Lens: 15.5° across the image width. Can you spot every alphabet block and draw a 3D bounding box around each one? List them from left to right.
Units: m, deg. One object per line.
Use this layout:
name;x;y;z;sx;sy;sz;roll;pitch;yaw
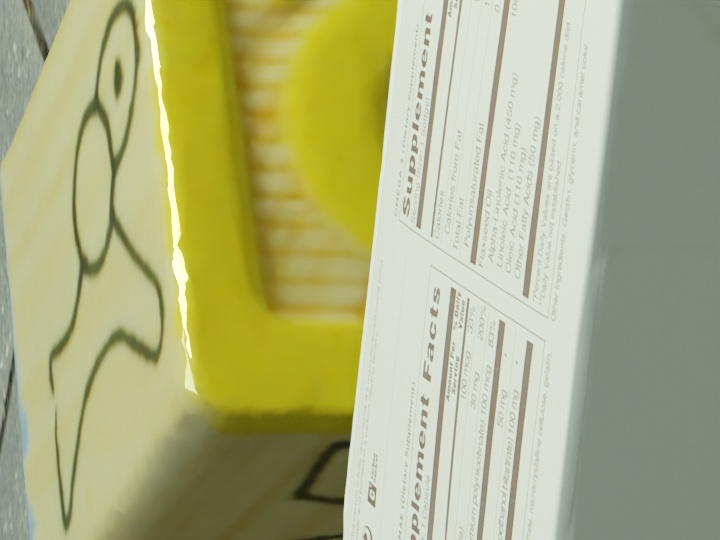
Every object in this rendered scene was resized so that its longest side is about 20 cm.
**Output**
alphabet block;0.000;0.000;0.867;0.200;0.195;0.196;126;138;-58

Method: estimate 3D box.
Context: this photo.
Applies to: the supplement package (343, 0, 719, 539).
supplement package;0.112;0.003;0.544;0.111;0.199;0.157;-145;59;-66
